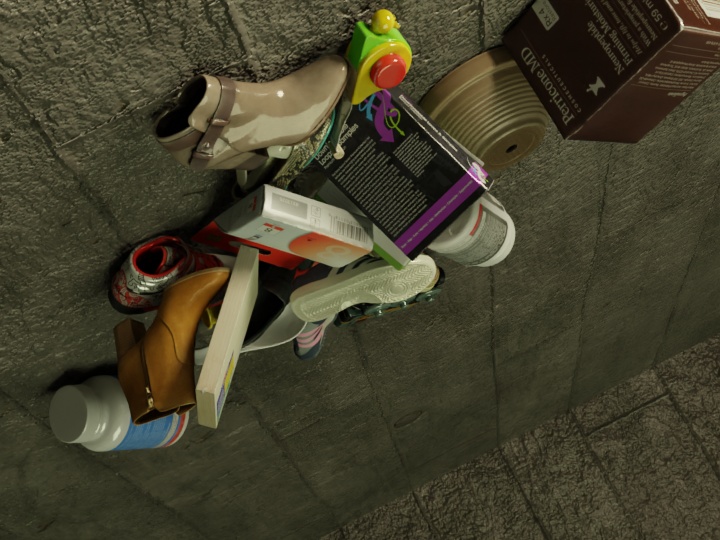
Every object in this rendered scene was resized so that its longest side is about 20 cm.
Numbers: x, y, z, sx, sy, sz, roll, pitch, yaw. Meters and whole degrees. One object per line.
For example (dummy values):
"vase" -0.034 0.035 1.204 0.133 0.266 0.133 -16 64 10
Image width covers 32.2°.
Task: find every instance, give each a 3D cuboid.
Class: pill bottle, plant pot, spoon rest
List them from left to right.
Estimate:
"pill bottle" -0.359 0.211 1.850 0.112 0.113 0.199 -39 157 25
"spoon rest" -0.169 0.086 1.844 0.199 0.061 0.100 -28 114 6
"pill bottle" 0.150 -0.069 1.826 0.114 0.114 0.200 -34 157 16
"plant pot" 0.174 -0.193 1.611 0.200 0.093 0.201 -23 157 -10

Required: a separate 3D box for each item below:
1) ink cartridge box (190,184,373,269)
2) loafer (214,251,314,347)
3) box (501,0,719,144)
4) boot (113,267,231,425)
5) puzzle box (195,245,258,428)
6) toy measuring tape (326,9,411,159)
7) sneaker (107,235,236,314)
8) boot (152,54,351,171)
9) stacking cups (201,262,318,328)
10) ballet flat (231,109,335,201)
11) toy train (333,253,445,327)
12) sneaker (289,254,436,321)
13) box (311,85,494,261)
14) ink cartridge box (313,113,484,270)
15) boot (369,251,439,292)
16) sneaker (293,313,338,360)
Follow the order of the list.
"ink cartridge box" -0.103 -0.034 1.558 0.161 0.050 0.200 17 151 -30
"loafer" -0.117 0.027 1.704 0.201 0.070 0.068 -51 121 -9
"box" 0.315 -0.277 1.489 0.164 0.167 0.200 -4 148 -46
"boot" -0.221 0.098 1.554 0.201 0.145 0.071 -32 155 22
"puzzle box" -0.166 0.085 1.568 0.025 0.201 0.133 14 154 1
"toy measuring tape" 0.013 -0.208 1.394 0.073 0.074 0.201 -15 144 -28
"sneaker" -0.220 0.000 1.607 0.200 0.068 0.108 -10 155 -32
"boot" -0.121 -0.178 1.338 0.200 0.070 0.146 -44 146 19
"stacking cups" -0.138 0.014 1.765 0.199 0.061 0.061 -25 159 -20
"ballet flat" -0.100 -0.135 1.461 0.075 0.068 0.200 -2 151 -31
"toy train" 0.039 0.033 1.978 0.199 0.086 0.114 -14 167 -36
"sneaker" 0.000 0.000 1.654 0.198 0.085 0.075 -13 133 6
"box" 0.039 -0.127 1.474 0.143 0.200 0.036 -43 -174 34
"ink cartridge box" 0.056 -0.121 1.540 0.200 0.148 0.076 -52 179 38
"boot" 0.067 -0.067 1.676 0.200 0.072 0.154 38 123 -21
"sneaker" -0.094 0.079 1.955 0.081 0.071 0.200 -1 147 -17
